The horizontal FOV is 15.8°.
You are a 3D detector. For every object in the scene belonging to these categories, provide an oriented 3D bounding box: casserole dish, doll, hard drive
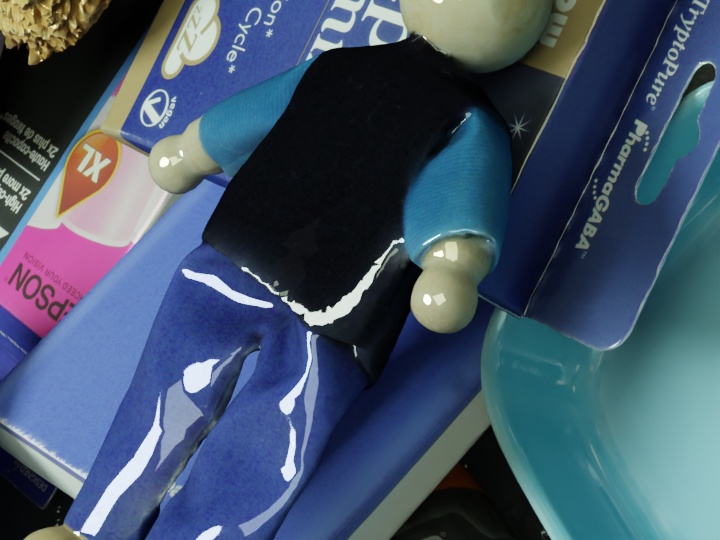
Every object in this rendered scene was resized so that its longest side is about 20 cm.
[{"bbox_3d":[0.103,0.040,0.637,0.121,0.039,0.200,-48,44,17],"label":"casserole dish"},{"bbox_3d":[-0.016,-0.002,0.660,0.136,0.048,0.201,34,95,50],"label":"doll"},{"bbox_3d":[0.000,0.000,0.749,0.132,0.025,0.200,28,66,39],"label":"hard drive"}]

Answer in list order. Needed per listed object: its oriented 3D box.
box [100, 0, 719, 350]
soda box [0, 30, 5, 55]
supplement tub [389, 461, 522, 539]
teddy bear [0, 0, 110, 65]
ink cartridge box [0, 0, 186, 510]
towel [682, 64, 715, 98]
[{"bbox_3d":[0.019,-0.064,0.717,0.199,0.032,0.122,24,87,44],"label":"box"},{"bbox_3d":[-0.141,-0.135,0.832,0.063,0.070,0.201,0,60,16],"label":"soda box"},{"bbox_3d":[0.014,0.122,0.746,0.107,0.107,0.200,-42,65,6],"label":"supplement tub"},{"bbox_3d":[-0.062,-0.160,0.781,0.067,0.145,0.200,37,91,-14],"label":"teddy bear"},{"bbox_3d":[-0.082,-0.032,0.833,0.095,0.037,0.201,33,93,41],"label":"ink cartridge box"},{"bbox_3d":[0.147,-0.098,0.748,0.199,0.031,0.150,4,44,18],"label":"towel"}]
